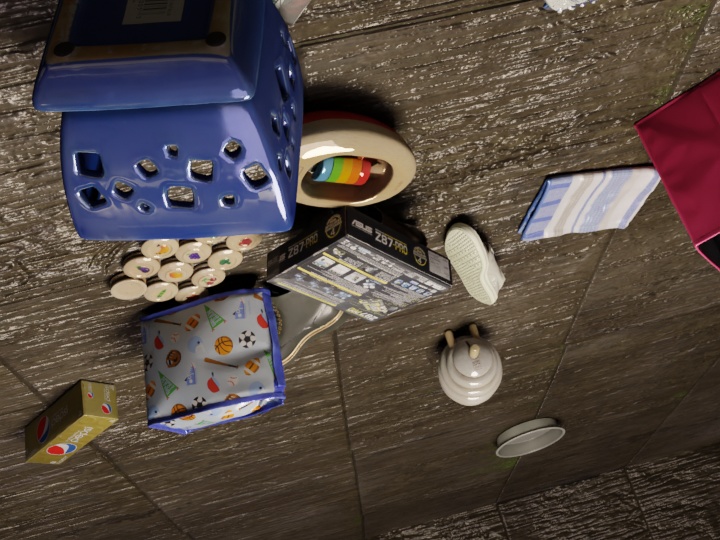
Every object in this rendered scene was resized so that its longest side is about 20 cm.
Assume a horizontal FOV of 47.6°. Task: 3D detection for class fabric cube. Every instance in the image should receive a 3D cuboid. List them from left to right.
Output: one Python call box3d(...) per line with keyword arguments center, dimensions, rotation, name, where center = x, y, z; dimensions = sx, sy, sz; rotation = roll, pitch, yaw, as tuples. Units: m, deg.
box3d(center=(0.521, -0.136, 1.091), dimensions=(0.199, 0.202, 0.195), rotation=(-33, 146, 28), name="fabric cube")

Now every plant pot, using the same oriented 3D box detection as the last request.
box3d(center=(-0.157, -0.159, 0.696), dimensions=(0.196, 0.203, 0.181), rotation=(-3, 144, 3), name="plant pot")

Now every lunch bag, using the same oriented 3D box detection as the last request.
box3d(center=(-0.205, 0.131, 1.184), dimensions=(0.197, 0.173, 0.124), rotation=(-19, 159, 17), name="lunch bag")

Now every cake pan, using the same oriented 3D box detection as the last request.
box3d(center=(0.458, 0.454, 2.223), dimensions=(0.196, 0.037, 0.201), rotation=(-12, 151, -7), name="cake pan")

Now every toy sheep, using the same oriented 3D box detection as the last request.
box3d(center=(0.205, 0.183, 1.539), dimensions=(0.135, 0.140, 0.201), rotation=(-16, 151, 0), name="toy sheep")

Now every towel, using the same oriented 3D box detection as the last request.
box3d(center=(0.349, -0.101, 1.243), dimensions=(0.196, 0.024, 0.148), rotation=(-7, 148, -16), name="towel")

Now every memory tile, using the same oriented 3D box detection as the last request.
box3d(center=(-0.238, -0.011, 1.106), dimensions=(0.151, 0.017, 0.200), rotation=(11, 141, -39), name="memory tile")

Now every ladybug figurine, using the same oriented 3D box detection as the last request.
box3d(center=(-0.028, -0.134, 0.947), dimensions=(0.197, 0.073, 0.136), rotation=(5, 145, -34), name="ladybug figurine")

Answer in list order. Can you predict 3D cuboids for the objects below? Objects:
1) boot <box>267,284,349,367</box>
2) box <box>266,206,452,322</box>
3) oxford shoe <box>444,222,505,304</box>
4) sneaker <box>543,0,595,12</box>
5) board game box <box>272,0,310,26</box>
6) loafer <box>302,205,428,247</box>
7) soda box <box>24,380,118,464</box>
box3d(center=(-0.130, 0.073, 1.260), dimensions=(0.199, 0.078, 0.138), rotation=(-38, 141, 13), name="boot")
box3d(center=(0.000, 0.000, 1.075), dimensions=(0.198, 0.050, 0.160), rotation=(23, 142, -38), name="box")
box3d(center=(0.181, -0.020, 1.269), dimensions=(0.058, 0.074, 0.201), rotation=(-54, 144, -16), name="oxford shoe")
box3d(center=(0.218, -0.300, 0.806), dimensions=(0.196, 0.079, 0.085), rotation=(3, 156, -18), name="sneaker")
box3d(center=(-0.049, -0.303, 0.701), dimensions=(0.103, 0.024, 0.200), rotation=(13, 140, -37), name="board game box")
box3d(center=(0.020, -0.046, 1.116), dimensions=(0.197, 0.074, 0.071), rotation=(6, 146, -33), name="loafer")
box3d(center=(-0.495, 0.262, 1.390), dimensions=(0.199, 0.065, 0.067), rotation=(-37, 145, 31), name="soda box")
